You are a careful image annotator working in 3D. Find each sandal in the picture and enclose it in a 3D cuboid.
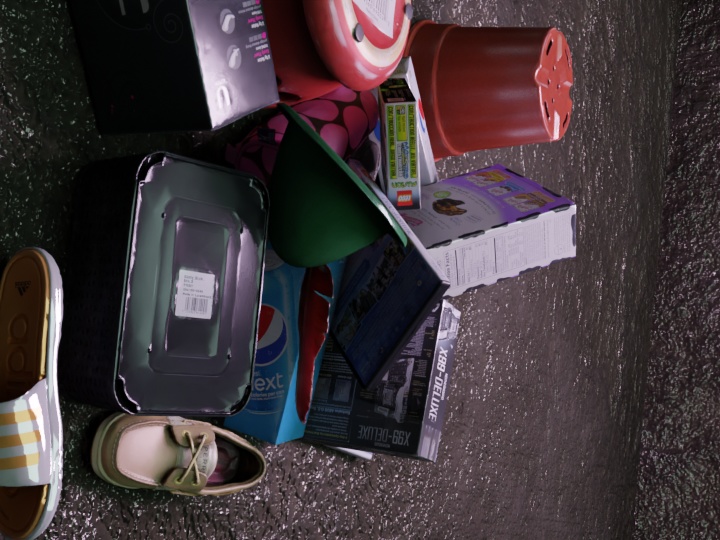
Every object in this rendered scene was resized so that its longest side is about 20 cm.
[{"bbox_3d":[-0.256,0.085,0.650,0.059,0.078,0.210,13,72,-59],"label":"sandal"}]

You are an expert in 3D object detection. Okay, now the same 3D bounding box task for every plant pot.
[{"bbox_3d":[-0.060,-0.259,0.865,0.200,0.180,0.203,0,90,-61],"label":"plant pot"},{"bbox_3d":[0.182,-0.252,1.279,0.200,0.193,0.204,-9,100,-60],"label":"plant pot"}]

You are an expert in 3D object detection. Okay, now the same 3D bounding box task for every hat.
[{"bbox_3d":[-0.070,-0.022,0.815,0.176,0.200,0.166,-43,129,1],"label":"hat"}]

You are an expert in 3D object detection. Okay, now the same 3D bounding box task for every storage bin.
[{"bbox_3d":[-0.160,0.014,0.761,0.134,0.093,0.203,10,82,-46],"label":"storage bin"}]

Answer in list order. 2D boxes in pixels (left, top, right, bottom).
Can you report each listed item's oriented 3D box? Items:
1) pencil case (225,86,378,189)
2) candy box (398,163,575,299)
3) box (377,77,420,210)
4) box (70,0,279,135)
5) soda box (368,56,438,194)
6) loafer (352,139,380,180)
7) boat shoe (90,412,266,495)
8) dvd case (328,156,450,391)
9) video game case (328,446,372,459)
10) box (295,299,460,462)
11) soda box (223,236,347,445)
[{"bbox_3d":[-0.057,-0.140,0.973,0.200,0.093,0.092,-49,159,-52],"label":"pencil case"},{"bbox_3d":[0.127,-0.049,1.102,0.198,0.168,0.072,-17,118,-18],"label":"candy box"},{"bbox_3d":[0.040,-0.144,1.011,0.200,0.034,0.112,-93,179,-71],"label":"box"},{"bbox_3d":[-0.157,-0.221,0.748,0.106,0.121,0.203,-39,125,-53],"label":"box"},{"bbox_3d":[0.051,-0.161,1.167,0.064,0.067,0.202,-78,156,-57],"label":"soda box"},{"bbox_3d":[-0.007,-0.075,1.078,0.073,0.071,0.202,57,44,-45],"label":"loafer"},{"bbox_3d":[-0.156,0.165,0.835,0.199,0.066,0.075,22,73,-59],"label":"boat shoe"},{"bbox_3d":[0.000,0.000,0.932,0.017,0.201,0.143,9,125,-41],"label":"dvd case"},{"bbox_3d":[-0.021,0.122,1.120,0.200,0.023,0.184,36,61,-56],"label":"video game case"},{"bbox_3d":[-0.004,0.106,0.967,0.050,0.198,0.160,35,62,-57],"label":"box"},{"bbox_3d":[-0.073,0.064,0.920,0.068,0.063,0.203,6,98,-69],"label":"soda box"}]
